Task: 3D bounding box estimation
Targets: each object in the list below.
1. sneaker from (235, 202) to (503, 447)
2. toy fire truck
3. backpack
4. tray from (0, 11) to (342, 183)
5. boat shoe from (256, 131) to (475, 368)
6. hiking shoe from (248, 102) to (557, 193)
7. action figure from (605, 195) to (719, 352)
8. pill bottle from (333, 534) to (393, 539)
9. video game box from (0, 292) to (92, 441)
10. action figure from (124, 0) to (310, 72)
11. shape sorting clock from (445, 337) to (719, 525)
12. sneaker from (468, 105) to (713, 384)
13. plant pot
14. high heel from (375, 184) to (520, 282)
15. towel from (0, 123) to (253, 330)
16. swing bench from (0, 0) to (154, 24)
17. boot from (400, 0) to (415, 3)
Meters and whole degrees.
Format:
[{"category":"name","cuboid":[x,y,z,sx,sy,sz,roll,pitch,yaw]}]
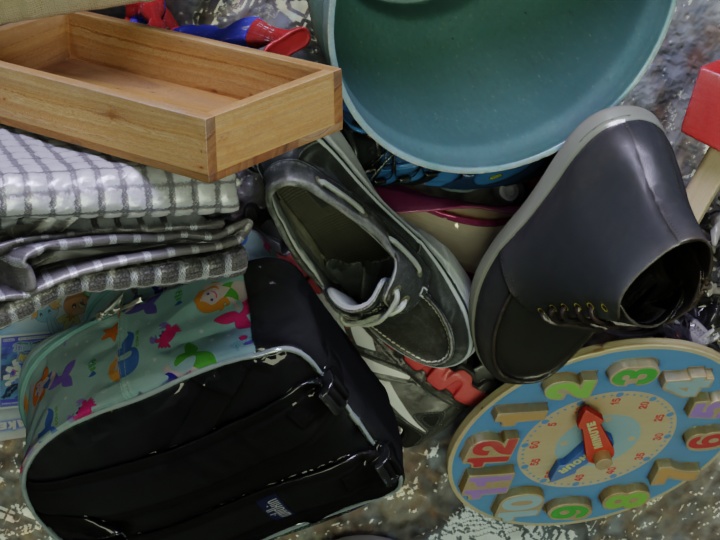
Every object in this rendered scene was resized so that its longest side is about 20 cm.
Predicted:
[{"category":"sneaker","cuboid":[-0.010,0.040,1.226,0.200,0.071,0.098,37,110,-13]},{"category":"toy fire truck","cuboid":[0.155,-0.041,1.194,0.141,0.049,0.201,19,110,21]},{"category":"backpack","cuboid":[-0.096,0.083,1.119,0.200,0.151,0.178,-27,135,9]},{"category":"tray","cuboid":[-0.117,-0.092,0.997,0.099,0.200,0.037,-26,123,-45]},{"category":"boat shoe","cuboid":[0.000,0.000,1.113,0.072,0.071,0.200,-25,125,28]},{"category":"hiking shoe","cuboid":[0.024,-0.071,1.143,0.199,0.087,0.075,1,114,19]},{"category":"action figure","cuboid":[0.247,-0.005,1.231,0.200,0.102,0.119,-44,118,7]},{"category":"pill bottle","cuboid":[0.011,0.263,1.245,0.116,0.200,0.117,-3,111,-8]},{"category":"video game box","cuboid":[-0.174,0.006,1.177,0.199,0.047,0.183,-7,111,-24]},{"category":"action figure","cuboid":[-0.093,-0.120,1.095,0.052,0.200,0.066,-43,124,-17]},{"category":"shape sorting clock","cuboid":[0.152,0.109,1.253,0.199,0.039,0.200,-6,141,-5]},{"category":"sneaker","cuboid":[0.121,0.016,1.073,0.075,0.106,0.200,2,135,-22]},{"category":"plant pot","cuboid":[0.054,-0.171,1.052,0.200,0.134,0.201,-11,124,-17]},{"category":"high heel","cuboid":[0.073,-0.012,1.158,0.199,0.096,0.068,21,112,19]},{"category":"towel","cuboid":[-0.161,-0.036,1.024,0.165,0.200,0.086,-6,110,-23]},{"category":"swing bench","cuboid":[-0.167,-0.198,1.043,0.198,0.200,0.130,-9,112,-4]},{"category":"boot","cuboid":[0.027,-0.237,1.135,0.165,0.066,0.200,37,106,-17]}]
